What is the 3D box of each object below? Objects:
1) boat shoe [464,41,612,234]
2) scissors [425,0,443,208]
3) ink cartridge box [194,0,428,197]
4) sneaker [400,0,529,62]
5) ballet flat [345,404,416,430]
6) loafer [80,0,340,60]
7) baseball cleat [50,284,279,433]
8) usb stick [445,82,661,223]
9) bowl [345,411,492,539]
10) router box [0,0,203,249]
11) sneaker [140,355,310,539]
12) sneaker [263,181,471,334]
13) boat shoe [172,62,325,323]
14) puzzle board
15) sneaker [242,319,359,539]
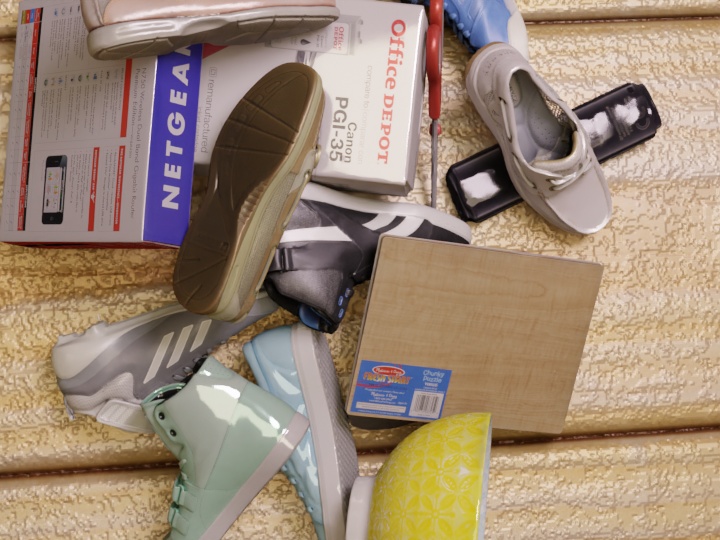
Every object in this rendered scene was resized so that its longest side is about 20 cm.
[{"bbox_3d":[0.156,-0.096,1.100,0.071,0.069,0.200,-42,120,-1],"label":"boat shoe"},{"bbox_3d":[0.064,-0.133,1.120,0.014,0.074,0.202,0,132,5],"label":"scissors"},{"bbox_3d":[-0.048,-0.145,1.077,0.197,0.083,0.149,6,87,4],"label":"ink cartridge box"},{"bbox_3d":[0.076,-0.225,1.137,0.109,0.077,0.203,-9,89,-8],"label":"sneaker"},{"bbox_3d":[0.075,0.076,1.139,0.198,0.068,0.047,-26,51,-6],"label":"ballet flat"},{"bbox_3d":[-0.107,-0.199,0.975,0.197,0.072,0.064,-13,88,-27],"label":"loafer"},{"bbox_3d":[-0.153,0.073,1.108,0.197,0.070,0.108,-15,96,2],"label":"baseball cleat"},{"bbox_3d":[0.168,-0.103,1.164,0.198,0.033,0.056,-26,89,-7],"label":"usb stick"},{"bbox_3d":[0.045,0.210,1.063,0.106,0.200,0.204,3,87,8],"label":"bowl"},{"bbox_3d":[-0.207,-0.118,1.057,0.049,0.178,0.203,8,85,-51],"label":"router box"},{"bbox_3d":[-0.140,0.157,1.076,0.118,0.074,0.201,38,110,-1],"label":"sneaker"},{"bbox_3d":[0.000,0.000,1.097,0.197,0.073,0.114,10,76,-27],"label":"sneaker"},{"bbox_3d":[-0.075,-0.058,1.013,0.073,0.063,0.203,21,89,34],"label":"boat shoe"},{"bbox_3d":[0.093,0.054,1.095,0.197,0.017,0.153,7,107,-18],"label":"puzzle board"},{"bbox_3d":[-0.052,0.145,1.116,0.081,0.074,0.203,-12,88,14],"label":"sneaker"}]
